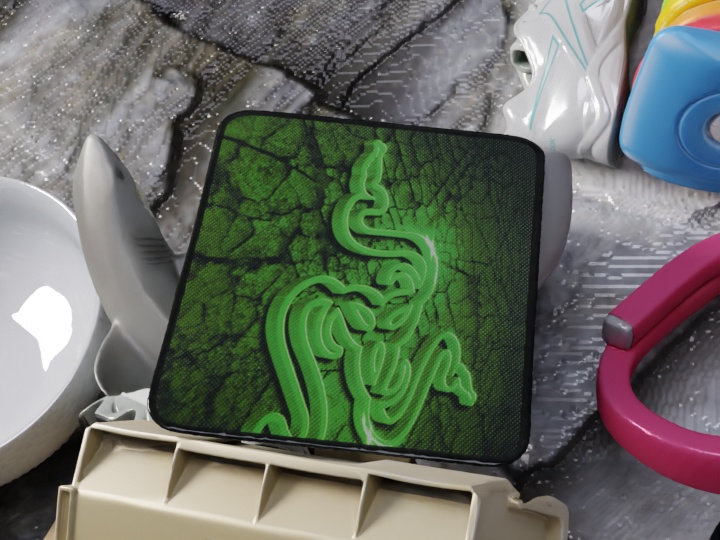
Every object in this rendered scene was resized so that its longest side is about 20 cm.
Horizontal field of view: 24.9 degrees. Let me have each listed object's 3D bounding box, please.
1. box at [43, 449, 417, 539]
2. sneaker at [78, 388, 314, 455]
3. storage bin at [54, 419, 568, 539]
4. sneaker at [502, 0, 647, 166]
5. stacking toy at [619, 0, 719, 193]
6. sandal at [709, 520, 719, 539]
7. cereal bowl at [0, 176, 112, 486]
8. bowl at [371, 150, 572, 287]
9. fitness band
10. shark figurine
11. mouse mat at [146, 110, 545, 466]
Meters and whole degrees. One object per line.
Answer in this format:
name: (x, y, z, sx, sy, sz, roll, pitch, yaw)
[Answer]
box: (-0.085, 0.155, 0.845, 0.200, 0.021, 0.164, -2, 41, 28)
sneaker: (-0.058, 0.082, 0.842, 0.200, 0.074, 0.089, 20, 53, 44)
storage bin: (-0.028, 0.173, 0.689, 0.200, 0.094, 0.199, 6, 91, 29)
sneaker: (0.136, -0.158, 1.017, 0.080, 0.070, 0.200, 5, 60, 18)
stacking toy: (0.220, -0.152, 0.987, 0.116, 0.110, 0.200, 9, 49, 0)
sandal: (0.215, 0.131, 0.833, 0.075, 0.048, 0.201, 9, 60, 17)
cereal bowl: (-0.233, 0.047, 0.958, 0.200, 0.083, 0.200, -6, 58, 9)
bowl: (0.020, -0.002, 0.883, 0.200, 0.200, 0.075, -12, 85, 1)
fitness band: (0.215, 0.042, 0.867, 0.144, 0.037, 0.200, 30, 50, 34)
shark figurine: (-0.075, 0.042, 0.772, 0.214, 0.128, 0.089, 31, 34, 22)
mouse mat: (0.000, 0.000, 0.733, 0.161, 0.008, 0.200, 6, 49, 3)
